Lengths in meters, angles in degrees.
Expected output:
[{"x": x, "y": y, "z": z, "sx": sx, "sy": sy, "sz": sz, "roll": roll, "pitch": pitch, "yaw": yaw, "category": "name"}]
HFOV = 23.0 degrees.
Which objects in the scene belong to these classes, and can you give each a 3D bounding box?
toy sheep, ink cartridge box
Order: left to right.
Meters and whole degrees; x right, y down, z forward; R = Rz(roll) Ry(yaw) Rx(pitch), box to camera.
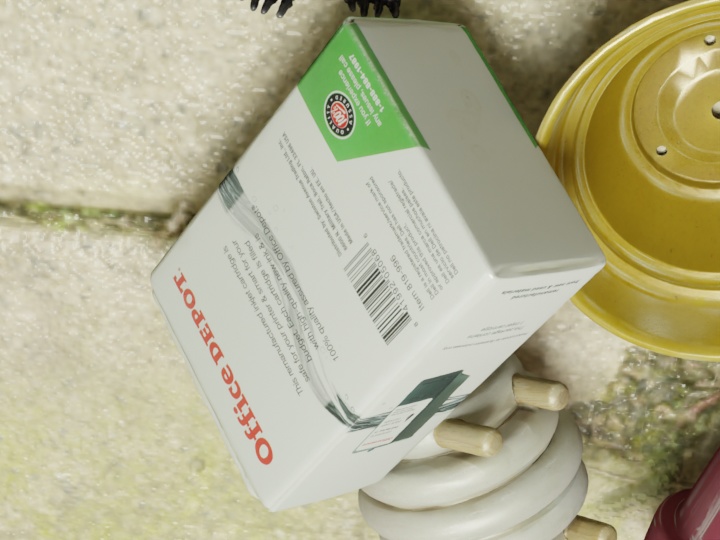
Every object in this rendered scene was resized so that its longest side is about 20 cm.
[{"x": 0.000, "y": 0.000, "z": 0.846, "sx": 0.083, "sy": 0.147, "sz": 0.200, "roll": -6, "pitch": 149, "yaw": -44, "category": "ink cartridge box"}, {"x": 0.062, "y": 0.112, "z": 0.948, "sx": 0.137, "sy": 0.138, "sz": 0.201, "roll": -13, "pitch": 109, "yaw": 12, "category": "toy sheep"}]

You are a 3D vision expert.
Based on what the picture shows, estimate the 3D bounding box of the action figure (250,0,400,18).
[{"x": 0.013, "y": -0.201, "z": 0.760, "sx": 0.118, "sy": 0.102, "sz": 0.201, "roll": 6, "pitch": 125, "yaw": -18, "category": "action figure"}]

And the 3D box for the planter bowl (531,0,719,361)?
[{"x": 0.178, "y": -0.060, "z": 0.855, "sx": 0.199, "sy": 0.084, "sz": 0.201, "roll": 1, "pitch": 124, "yaw": 2, "category": "planter bowl"}]

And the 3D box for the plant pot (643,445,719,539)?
[{"x": 0.260, "y": 0.130, "z": 0.924, "sx": 0.199, "sy": 0.200, "sz": 0.180, "roll": 16, "pitch": 107, "yaw": -7, "category": "plant pot"}]
